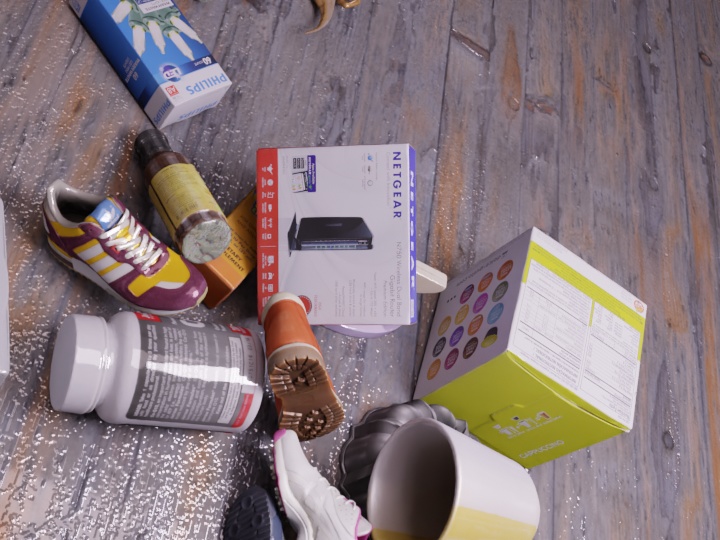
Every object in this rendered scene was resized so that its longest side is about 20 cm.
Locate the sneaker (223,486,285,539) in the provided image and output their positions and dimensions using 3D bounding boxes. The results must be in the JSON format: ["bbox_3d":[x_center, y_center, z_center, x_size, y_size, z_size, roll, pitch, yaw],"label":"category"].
[{"bbox_3d":[-0.093,0.328,0.963,0.082,0.070,0.202,33,43,-49],"label":"sneaker"}]

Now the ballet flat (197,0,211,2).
[{"bbox_3d":[-0.223,-0.461,1.311,0.064,0.067,0.202,36,45,-49],"label":"ballet flat"}]

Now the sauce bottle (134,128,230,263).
[{"bbox_3d":[-0.210,-0.093,1.063,0.064,0.065,0.201,-2,43,-35],"label":"sauce bottle"}]

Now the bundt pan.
[{"bbox_3d":[0.078,0.245,1.107,0.200,0.076,0.204,17,56,-27],"label":"bundt pan"}]

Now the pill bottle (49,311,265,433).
[{"bbox_3d":[-0.209,0.104,0.962,0.198,0.114,0.115,11,59,-30],"label":"pill bottle"}]

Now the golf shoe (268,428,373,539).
[{"bbox_3d":[-0.039,0.257,0.980,0.091,0.075,0.202,-18,66,-5],"label":"golf shoe"}]

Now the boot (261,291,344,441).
[{"bbox_3d":[-0.067,0.111,1.026,0.074,0.201,0.108,-13,51,-7],"label":"boot"}]

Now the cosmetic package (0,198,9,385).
[{"bbox_3d":[-0.409,0.046,0.801,0.164,0.200,0.166,3,63,-33],"label":"cosmetic package"}]

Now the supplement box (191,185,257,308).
[{"bbox_3d":[-0.136,-0.047,1.128,0.067,0.069,0.200,43,47,-8],"label":"supplement box"}]

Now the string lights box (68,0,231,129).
[{"bbox_3d":[-0.265,-0.287,1.176,0.103,0.059,0.201,-34,87,-42],"label":"string lights box"}]

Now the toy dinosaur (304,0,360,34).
[{"bbox_3d":[-0.051,-0.419,1.411,0.105,0.061,0.202,-7,62,-11],"label":"toy dinosaur"}]

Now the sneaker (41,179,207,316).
[{"bbox_3d":[-0.252,-0.025,0.977,0.198,0.091,0.075,23,51,11],"label":"sneaker"}]

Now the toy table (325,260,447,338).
[{"bbox_3d":[0.000,0.000,1.162,0.198,0.117,0.186,15,58,-29],"label":"toy table"}]

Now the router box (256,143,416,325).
[{"bbox_3d":[-0.027,-0.040,1.054,0.049,0.178,0.202,3,86,-77],"label":"router box"}]

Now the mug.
[{"bbox_3d":[0.103,0.265,0.990,0.152,0.149,0.188,21,90,-32],"label":"mug"}]

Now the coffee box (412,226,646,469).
[{"bbox_3d":[0.218,0.107,1.195,0.199,0.199,0.199,32,52,-16],"label":"coffee box"}]
